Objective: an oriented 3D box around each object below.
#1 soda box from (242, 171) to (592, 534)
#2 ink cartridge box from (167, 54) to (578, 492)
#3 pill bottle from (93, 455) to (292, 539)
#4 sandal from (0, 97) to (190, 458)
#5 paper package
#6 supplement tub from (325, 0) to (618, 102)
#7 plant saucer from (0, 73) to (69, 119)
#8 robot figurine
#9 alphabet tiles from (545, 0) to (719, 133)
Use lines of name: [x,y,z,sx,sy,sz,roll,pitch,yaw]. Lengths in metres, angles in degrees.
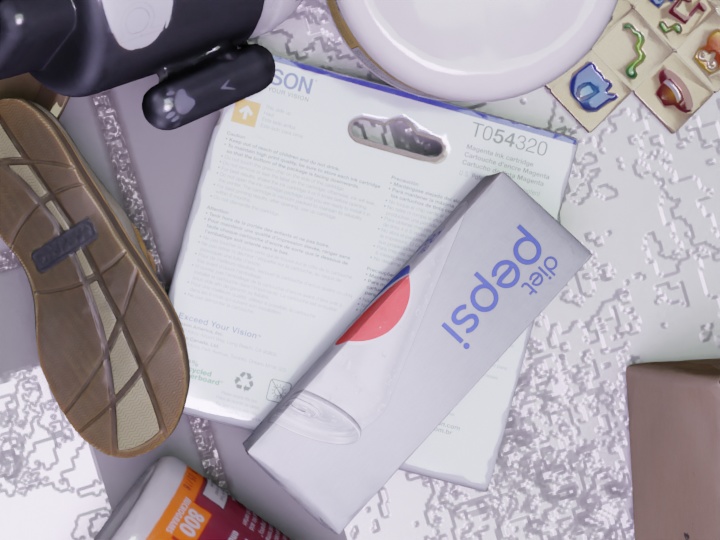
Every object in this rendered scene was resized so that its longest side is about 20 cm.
soda box: [0.028,0.042,1.401,0.068,0.063,0.200,43,87,-4]
ink cartridge box: [0.000,0.000,1.450,0.196,0.043,0.200,16,88,-5]
pill bottle: [-0.055,0.198,1.408,0.200,0.114,0.114,36,86,-5]
sandal: [-0.144,0.000,1.412,0.080,0.054,0.200,-27,88,18]
paper package: [0.213,0.148,1.400,0.103,0.191,0.200,-3,91,-11]
supplement tub: [0.053,-0.159,1.370,0.145,0.200,0.146,0,94,-2]
plant saucer: [-0.248,-0.131,1.428,0.200,0.029,0.200,0,89,-6]
robot figurine: [-0.118,-0.161,1.378,0.200,0.125,0.150,-23,120,-31]
alphabet tiles: [0.140,-0.182,1.484,0.167,0.008,0.200,-45,95,-5]
